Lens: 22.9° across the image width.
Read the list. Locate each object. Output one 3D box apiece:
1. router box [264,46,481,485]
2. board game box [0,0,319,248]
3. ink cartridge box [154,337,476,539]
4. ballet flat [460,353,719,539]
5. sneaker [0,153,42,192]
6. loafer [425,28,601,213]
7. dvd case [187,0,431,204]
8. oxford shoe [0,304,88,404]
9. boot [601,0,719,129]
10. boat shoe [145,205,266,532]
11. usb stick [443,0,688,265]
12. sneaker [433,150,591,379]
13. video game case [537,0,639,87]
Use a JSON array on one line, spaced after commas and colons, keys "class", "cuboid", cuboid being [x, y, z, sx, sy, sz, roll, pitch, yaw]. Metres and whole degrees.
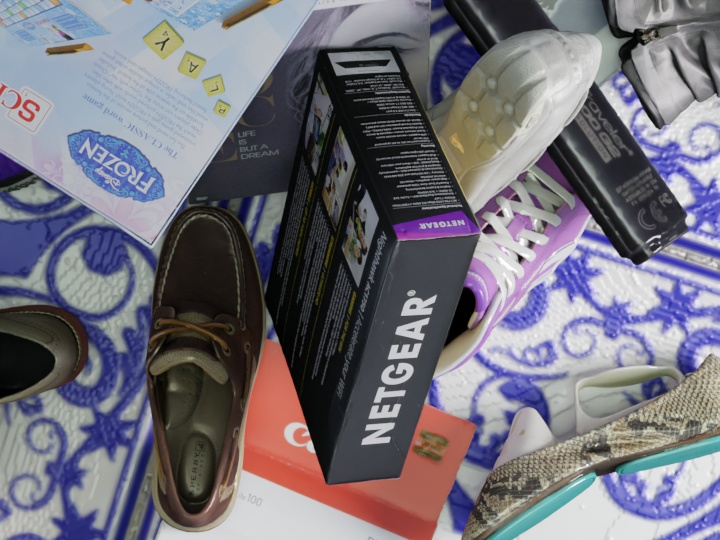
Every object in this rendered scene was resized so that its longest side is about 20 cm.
[{"class": "router box", "cuboid": [0.000, 0.000, 0.987, 0.051, 0.149, 0.200, -4, 137, -19]}, {"class": "board game box", "cuboid": [-0.125, -0.146, 0.813, 0.200, 0.041, 0.200, 33, 101, -16]}, {"class": "ink cartridge box", "cuboid": [-0.038, 0.162, 1.097, 0.162, 0.057, 0.200, 22, 99, -1]}, {"class": "ballet flat", "cuboid": [0.141, 0.105, 1.091, 0.200, 0.068, 0.075, -23, 72, -3]}, {"class": "sneaker", "cuboid": [-0.199, -0.091, 1.002, 0.200, 0.099, 0.070, -27, 73, 41]}, {"class": "loafer", "cuboid": [0.070, -0.074, 1.011, 0.070, 0.200, 0.070, -23, 81, -33]}, {"class": "dvd case", "cuboid": [-0.035, -0.103, 1.008, 0.148, 0.200, 0.016, -8, 61, -3]}, {"class": "oxford shoe", "cuboid": [-0.269, 0.059, 1.075, 0.200, 0.075, 0.071, -14, 94, 1]}, {"class": "boot", "cuboid": [0.230, -0.116, 1.062, 0.131, 0.070, 0.200, -29, 95, 3]}, {"class": "boat shoe", "cuboid": [-0.095, 0.055, 1.062, 0.072, 0.072, 0.200, 5, 79, -1]}, {"class": "usb stick", "cuboid": [0.121, -0.095, 1.043, 0.055, 0.033, 0.200, -31, 84, -36]}, {"class": "sneaker", "cuboid": [0.086, -0.011, 1.050, 0.073, 0.114, 0.201, 36, 91, -1]}, {"class": "video game case", "cuboid": [0.141, -0.236, 1.077, 0.182, 0.023, 0.200, -39, 93, 3]}]
